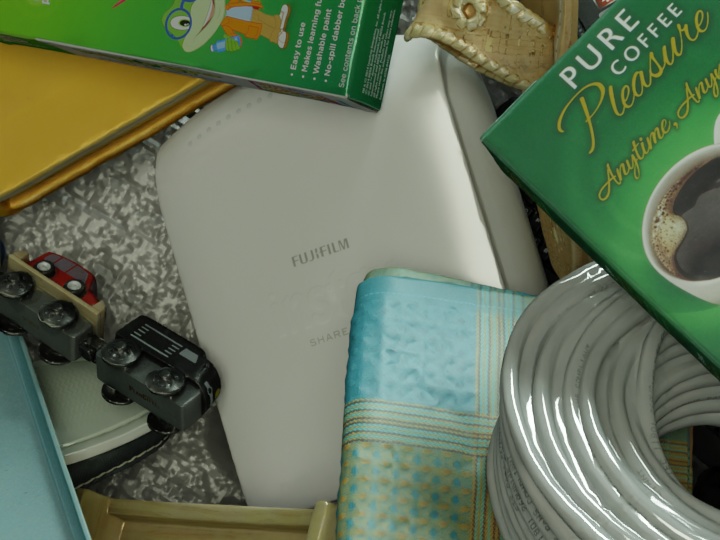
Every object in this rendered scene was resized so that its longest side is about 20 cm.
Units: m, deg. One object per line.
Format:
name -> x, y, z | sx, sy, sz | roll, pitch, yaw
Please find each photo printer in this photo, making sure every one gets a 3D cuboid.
photo printer -> 0.000, 0.000, 1.092 | 0.166, 0.069, 0.201 | -19, 84, 23

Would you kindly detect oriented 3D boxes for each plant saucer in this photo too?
plant saucer -> -0.173, 0.075, 1.090 | 0.070, 0.019, 0.200 | -17, 46, -10

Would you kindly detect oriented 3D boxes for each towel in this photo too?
towel -> 0.062, 0.090, 0.963 | 0.146, 0.022, 0.201 | 10, 51, -6

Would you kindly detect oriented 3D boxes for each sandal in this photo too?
sandal -> 0.054, -0.094, 1.021 | 0.069, 0.078, 0.213 | -13, 98, -10

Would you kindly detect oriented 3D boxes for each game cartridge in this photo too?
game cartridge -> -0.136, -0.152, 1.140 | 0.176, 0.032, 0.201 | -28, 72, 8

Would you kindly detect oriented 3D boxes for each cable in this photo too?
cable -> 0.147, 0.075, 0.936 | 0.200, 0.069, 0.200 | 39, 51, 21

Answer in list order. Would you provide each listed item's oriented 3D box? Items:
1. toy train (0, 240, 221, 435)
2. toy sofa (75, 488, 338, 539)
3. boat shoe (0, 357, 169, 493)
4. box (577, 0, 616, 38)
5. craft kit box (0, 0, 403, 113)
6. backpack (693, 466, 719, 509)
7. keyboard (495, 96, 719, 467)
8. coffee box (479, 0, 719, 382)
toy train -> -0.142, 0.013, 1.115 | 0.200, 0.034, 0.046 | 30, 47, 27
toy sofa -> -0.047, 0.148, 1.052 | 0.097, 0.200, 0.083 | 25, 72, -35
boat shoe -> -0.177, 0.095, 1.130 | 0.199, 0.076, 0.061 | -14, 126, -3
box -> 0.191, -0.117, 0.996 | 0.200, 0.044, 0.160 | -30, 41, 9
craft kit box -> -0.066, -0.185, 1.067 | 0.197, 0.048, 0.201 | 11, 90, 25
backpack -> 0.131, 0.194, 1.023 | 0.190, 0.200, 0.155 | -14, 121, 7
keyboard -> 0.113, -0.011, 1.066 | 0.200, 0.040, 0.104 | 41, 103, 31
coffee box -> 0.155, -0.022, 0.900 | 0.123, 0.044, 0.200 | -47, 69, 1
